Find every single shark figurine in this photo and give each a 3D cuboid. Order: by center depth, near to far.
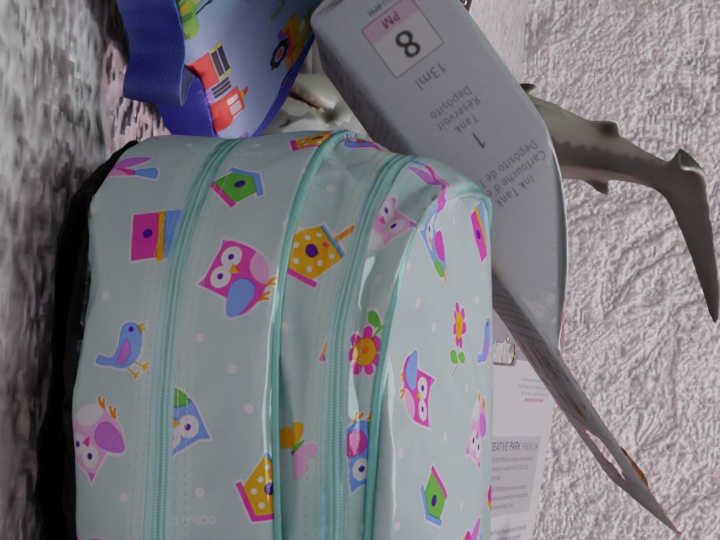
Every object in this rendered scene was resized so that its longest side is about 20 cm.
[{"bbox_3d":[0.057,-0.039,0.834,0.128,0.213,0.090,-69,170,-69],"label":"shark figurine"}]

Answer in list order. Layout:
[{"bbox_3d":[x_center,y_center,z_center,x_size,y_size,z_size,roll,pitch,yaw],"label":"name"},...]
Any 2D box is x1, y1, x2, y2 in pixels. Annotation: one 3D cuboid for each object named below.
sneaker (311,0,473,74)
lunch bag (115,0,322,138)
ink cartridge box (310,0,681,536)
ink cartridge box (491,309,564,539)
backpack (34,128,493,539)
[{"bbox_3d":[0.007,-0.108,0.949,0.085,0.072,0.201,52,-38,35],"label":"sneaker"},{"bbox_3d":[-0.034,-0.139,0.620,0.151,0.093,0.201,81,23,-66],"label":"lunch bag"},{"bbox_3d":[0.057,-0.013,0.660,0.200,0.057,0.163,51,0,0],"label":"ink cartridge box"},{"bbox_3d":[0.013,0.095,0.793,0.200,0.083,0.177,15,85,-70],"label":"ink cartridge box"},{"bbox_3d":[-0.025,0.058,0.556,0.167,0.125,0.202,-40,131,-77],"label":"backpack"}]
